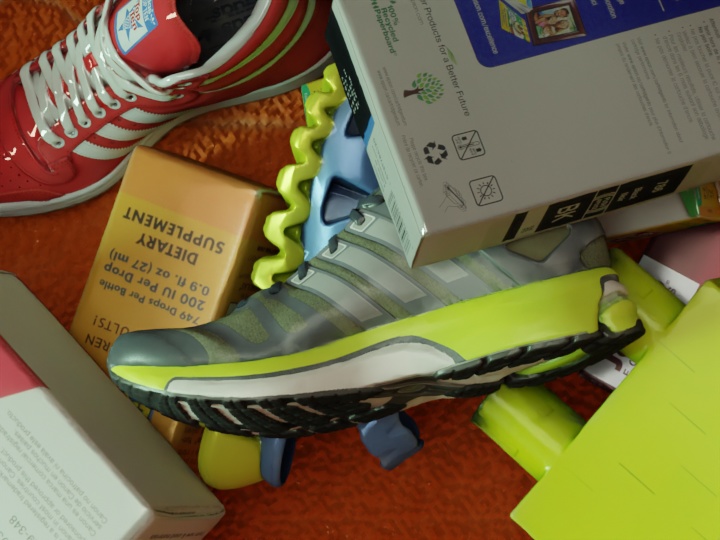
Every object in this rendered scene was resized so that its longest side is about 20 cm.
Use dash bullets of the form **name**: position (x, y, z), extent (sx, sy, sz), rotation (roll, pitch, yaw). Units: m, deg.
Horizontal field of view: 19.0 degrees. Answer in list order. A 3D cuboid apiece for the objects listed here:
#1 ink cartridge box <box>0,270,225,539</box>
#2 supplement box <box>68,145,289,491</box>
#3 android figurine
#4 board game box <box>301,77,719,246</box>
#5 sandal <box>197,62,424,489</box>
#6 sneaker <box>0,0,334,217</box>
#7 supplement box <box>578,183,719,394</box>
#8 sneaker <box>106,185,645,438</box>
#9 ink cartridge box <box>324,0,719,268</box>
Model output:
- **ink cartridge box**: position (-0.177, 0.115, 0.867), extent (0.200, 0.086, 0.148), rotation (-47, 74, 10)
- **supplement box**: position (-0.090, 0.052, 0.922), extent (0.066, 0.069, 0.201), rotation (19, 94, 17)
- **android figurine**: position (0.142, 0.089, 0.814), extent (0.200, 0.041, 0.182), rotation (44, 104, 14)
- **board game box**: position (0.064, -0.051, 0.872), extent (0.200, 0.030, 0.096), rotation (-13, 82, 34)
- **sandal**: position (0.000, 0.000, 0.870), extent (0.087, 0.079, 0.201), rotation (15, 97, 4)
- **sneaker**: position (-0.106, -0.085, 0.911), extent (0.200, 0.112, 0.071), rotation (-25, 80, 12)
- **supplement box**: position (0.200, 0.044, 0.849), extent (0.200, 0.061, 0.109), rotation (29, 94, 16)
- **sneaker**: position (0.002, 0.012, 0.808), extent (0.199, 0.074, 0.081), rotation (-11, 72, 3)
- **ink cartridge box**: position (0.096, -0.075, 0.783), extent (0.199, 0.039, 0.100), rotation (-15, 71, -12)
